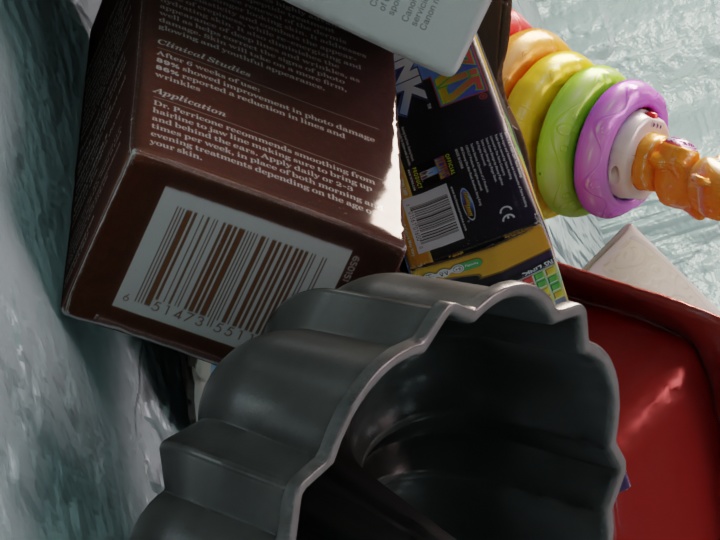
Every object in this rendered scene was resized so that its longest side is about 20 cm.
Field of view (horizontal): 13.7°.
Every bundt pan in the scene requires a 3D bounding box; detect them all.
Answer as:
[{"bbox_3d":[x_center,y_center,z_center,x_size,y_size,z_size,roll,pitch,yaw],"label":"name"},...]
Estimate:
[{"bbox_3d":[-0.002,0.090,0.944,0.202,0.076,0.203,-29,128,-45],"label":"bundt pan"}]

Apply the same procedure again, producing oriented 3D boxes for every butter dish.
[{"bbox_3d":[0.079,0.104,1.433,0.148,0.199,0.200,-42,137,-36],"label":"butter dish"}]

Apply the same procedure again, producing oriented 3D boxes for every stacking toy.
[{"bbox_3d":[0.110,-0.063,1.483,0.116,0.199,0.110,17,92,-55],"label":"stacking toy"}]

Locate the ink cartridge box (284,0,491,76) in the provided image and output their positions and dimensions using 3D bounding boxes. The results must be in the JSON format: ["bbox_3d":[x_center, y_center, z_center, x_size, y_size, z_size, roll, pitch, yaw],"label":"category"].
[{"bbox_3d":[-0.024,-0.183,1.039,0.146,0.199,0.145,-63,-177,15],"label":"ink cartridge box"}]

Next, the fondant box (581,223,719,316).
[{"bbox_3d":[0.131,0.085,1.536,0.144,0.058,0.200,45,-34,4],"label":"fondant box"}]

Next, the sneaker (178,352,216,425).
[{"bbox_3d":[-0.015,0.036,1.146,0.200,0.090,0.079,58,18,-59],"label":"sneaker"}]

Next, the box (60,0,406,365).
[{"bbox_3d":[-0.044,-0.049,1.054,0.200,0.100,0.075,-90,-157,-56],"label":"box"}]

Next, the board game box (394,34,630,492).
[{"bbox_3d":[0.043,-0.025,1.200,0.166,0.056,0.200,65,6,-47],"label":"board game box"}]

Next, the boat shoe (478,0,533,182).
[{"bbox_3d":[0.025,-0.101,1.379,0.076,0.071,0.201,29,-47,51],"label":"boat shoe"}]

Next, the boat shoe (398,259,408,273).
[{"bbox_3d":[0.000,0.000,1.289,0.200,0.072,0.072,0,108,-79],"label":"boat shoe"}]
